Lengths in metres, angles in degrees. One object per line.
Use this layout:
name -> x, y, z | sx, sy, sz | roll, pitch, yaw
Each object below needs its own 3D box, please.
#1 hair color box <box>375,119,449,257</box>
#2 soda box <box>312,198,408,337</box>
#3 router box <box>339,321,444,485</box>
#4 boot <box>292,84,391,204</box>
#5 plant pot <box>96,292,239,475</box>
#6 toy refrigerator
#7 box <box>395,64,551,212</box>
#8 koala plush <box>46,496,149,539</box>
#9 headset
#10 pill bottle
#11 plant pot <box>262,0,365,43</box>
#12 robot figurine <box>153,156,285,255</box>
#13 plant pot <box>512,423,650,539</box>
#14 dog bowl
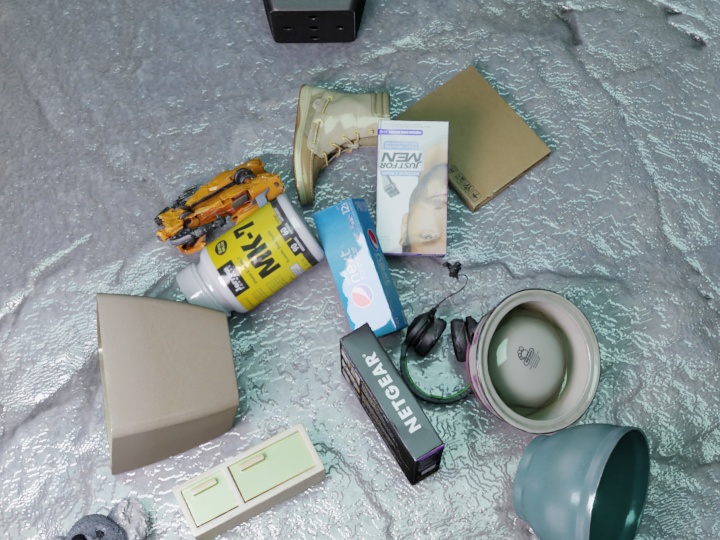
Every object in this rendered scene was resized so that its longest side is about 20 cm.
hair color box -> 0.077, -0.122, 1.786 | 0.108, 0.065, 0.202 | 1, 88, 0
soda box -> 0.000, 0.000, 1.726 | 0.067, 0.064, 0.202 | -21, 85, 19
router box -> 0.041, 0.187, 1.643 | 0.051, 0.149, 0.201 | -29, 71, -11
boot -> -0.025, -0.194, 1.845 | 0.154, 0.073, 0.202 | 3, 65, 0
plant pot -> -0.266, 0.151, 1.642 | 0.175, 0.200, 0.202 | -5, 67, -14
toy refrigerator -> -0.152, 0.293, 1.641 | 0.199, 0.070, 0.076 | -26, 70, -10
box -> 0.177, -0.211, 1.876 | 0.163, 0.021, 0.200 | -35, 72, -14
koala plush -> -0.337, 0.406, 1.564 | 0.177, 0.184, 0.200 | -33, 50, -1
headset -> 0.123, 0.091, 1.713 | 0.122, 0.094, 0.202 | 9, 79, 3
pill bottle -> -0.160, -0.011, 1.729 | 0.199, 0.114, 0.115 | -35, 71, 2
plant pot -> -0.076, -0.470, 1.902 | 0.198, 0.200, 0.179 | 0, 80, -1
robot figurine -> -0.215, -0.093, 1.784 | 0.199, 0.058, 0.145 | -32, 31, -9
plant pot -> 0.287, 0.293, 1.592 | 0.133, 0.200, 0.201 | 12, 65, 33
dog bowl -> 0.236, 0.129, 1.674 | 0.198, 0.074, 0.202 | 3, 83, -22
